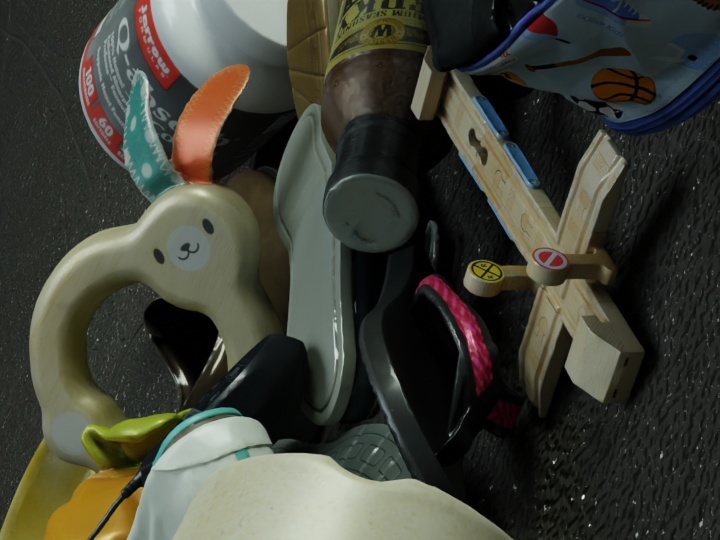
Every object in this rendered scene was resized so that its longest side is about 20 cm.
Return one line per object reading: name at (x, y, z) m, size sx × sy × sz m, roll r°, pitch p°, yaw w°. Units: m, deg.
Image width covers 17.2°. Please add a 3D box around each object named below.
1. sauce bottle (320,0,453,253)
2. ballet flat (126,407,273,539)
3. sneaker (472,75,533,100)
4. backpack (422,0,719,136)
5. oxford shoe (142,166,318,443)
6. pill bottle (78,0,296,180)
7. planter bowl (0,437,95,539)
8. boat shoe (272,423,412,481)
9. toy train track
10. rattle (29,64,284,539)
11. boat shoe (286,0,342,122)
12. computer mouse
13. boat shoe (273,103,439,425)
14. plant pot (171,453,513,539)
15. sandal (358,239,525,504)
sauce bottle at (0.017, -0.083, 1.038) m, size 0.065 × 0.064 × 0.201 m, roll -58°, pitch 14°, yaw 35°
ballet flat at (-0.069, 0.137, 0.956) m, size 0.201 × 0.069 × 0.070 m, roll 112°, pitch 165°, yaw -47°
sneaker at (0.063, -0.121, 0.989) m, size 0.200 × 0.060 × 0.105 m, roll 12°, pitch 80°, yaw 66°
backpack at (0.099, -0.141, 0.768) m, size 0.200 × 0.153 × 0.192 m, roll 130°, pitch 160°, yaw -61°
oxford shoe at (-0.064, 0.010, 1.198) m, size 0.201 × 0.084 × 0.073 m, roll -93°, pitch 27°, yaw -51°
pill bottle at (-0.072, -0.128, 1.295) m, size 0.200 × 0.115 × 0.117 m, roll 144°, pitch 140°, yaw -61°
planter bowl at (-0.140, 0.180, 1.254) m, size 0.200 × 0.083 × 0.202 m, roll -161°, pitch 90°, yaw -72°
boat shoe at (-0.005, 0.112, 0.982) m, size 0.075 × 0.065 × 0.202 m, roll -53°, pitch 18°, yaw -20°
toy train track at (0.052, -0.023, 0.902) m, size 0.201 × 0.032 × 0.115 m, roll -117°, pitch 34°, yaw -48°
rattle at (-0.102, 0.016, 1.052) m, size 0.143 × 0.130 × 0.201 m, roll -18°, pitch -51°, yaw -55°
boat shoe at (0.003, -0.140, 1.160) m, size 0.074 × 0.069 × 0.202 m, roll -148°, pitch 55°, yaw -69°
computer mouse at (-0.091, 0.104, 0.980) m, size 0.200 × 0.034 × 0.059 m, roll -45°, pitch 6°, yaw -4°
boat shoe at (0.000, 0.000, 1.055) m, size 0.201 × 0.061 × 0.075 m, roll -101°, pitch 33°, yaw -57°
plant pot at (-0.023, 0.171, 0.800) m, size 0.200 × 0.199 × 0.184 m, roll -43°, pitch 23°, yaw 55°
sandal at (0.035, 0.032, 0.907) m, size 0.045 × 0.076 × 0.200 m, roll -21°, pitch 19°, yaw 11°
